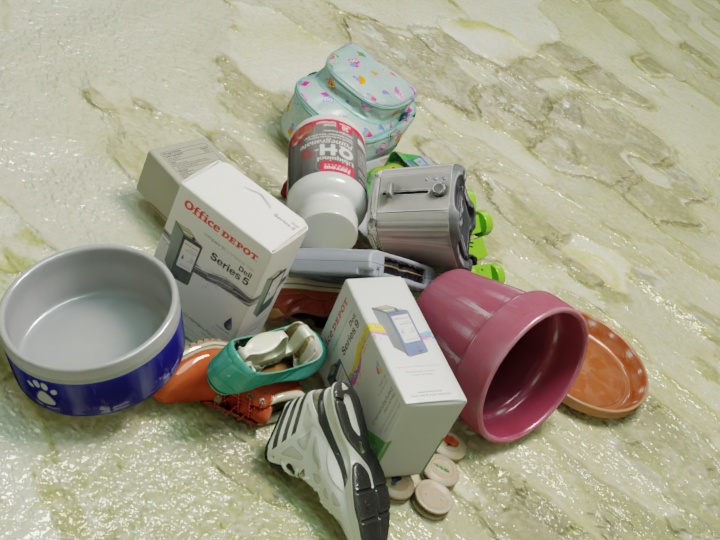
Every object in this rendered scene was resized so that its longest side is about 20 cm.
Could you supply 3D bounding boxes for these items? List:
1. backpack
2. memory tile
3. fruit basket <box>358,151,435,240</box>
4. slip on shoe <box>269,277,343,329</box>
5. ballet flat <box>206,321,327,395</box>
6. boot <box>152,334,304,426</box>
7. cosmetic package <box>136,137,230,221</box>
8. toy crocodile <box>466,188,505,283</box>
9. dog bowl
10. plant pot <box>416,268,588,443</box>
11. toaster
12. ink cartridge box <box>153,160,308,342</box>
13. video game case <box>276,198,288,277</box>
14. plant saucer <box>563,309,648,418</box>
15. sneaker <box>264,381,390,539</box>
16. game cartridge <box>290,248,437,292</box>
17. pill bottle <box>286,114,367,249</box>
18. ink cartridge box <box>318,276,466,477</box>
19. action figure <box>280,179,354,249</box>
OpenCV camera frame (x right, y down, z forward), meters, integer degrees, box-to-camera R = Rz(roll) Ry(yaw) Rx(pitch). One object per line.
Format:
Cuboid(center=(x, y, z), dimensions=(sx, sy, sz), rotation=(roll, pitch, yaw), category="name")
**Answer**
Cuboid(center=(-0.020, -0.248, 1.902), dimensions=(0.176, 0.153, 0.200), rotation=(39, 46, 7), category="backpack")
Cuboid(center=(0.032, 0.214, 1.505), dimensions=(0.200, 0.017, 0.153), rotation=(27, 38, -1), category="memory tile")
Cuboid(center=(0.052, -0.103, 1.808), dimensions=(0.200, 0.094, 0.185), rotation=(-13, 54, -49), category="fruit basket")
Cuboid(center=(-0.041, 0.049, 1.623), dimensions=(0.200, 0.074, 0.061), rotation=(7, 80, -35), category="slip on shoe")
Cuboid(center=(-0.092, 0.095, 1.430), dimensions=(0.200, 0.070, 0.067), rotation=(-15, 65, -51), category="ballet flat")
Cuboid(center=(-0.154, 0.138, 1.441), dimensions=(0.200, 0.075, 0.107), rotation=(-7, 54, -37), category="boot")
Cuboid(center=(-0.196, -0.081, 1.635), dimensions=(0.103, 0.073, 0.200), rotation=(-20, 57, -44), category="cosmetic package")
Cuboid(center=(0.157, -0.023, 1.763), dimensions=(0.067, 0.062, 0.200), rotation=(-14, 92, -37), category="toy crocodile")
Cuboid(center=(-0.299, 0.065, 1.376), dimensions=(0.200, 0.079, 0.200), rotation=(-1, 43, 1), category="dog bowl")
Cuboid(center=(0.165, 0.094, 1.596), dimensions=(0.200, 0.200, 0.179), rotation=(-13, 37, -40), category="plant pot")
Cuboid(center=(0.084, -0.064, 1.646), dimensions=(0.129, 0.200, 0.114), rotation=(2, 67, 13), category="toaster")
Cuboid(center=(-0.170, -0.009, 1.492), dimensions=(0.145, 0.200, 0.084), rotation=(36, 39, 12), category="ink cartridge box")
Cuboid(center=(-0.167, -0.045, 1.684), dimensions=(0.143, 0.018, 0.200), rotation=(14, 39, -15), category="video game case")
Cuboid(center=(0.317, 0.133, 1.754), dimensions=(0.200, 0.032, 0.200), rotation=(17, 39, -14), category="plant saucer")
Cuboid(center=(-0.040, 0.236, 1.401), dimensions=(0.076, 0.115, 0.201), rotation=(2, 72, -62), category="sneaker")
Cuboid(center=(0.000, 0.000, 1.584), dimensions=(0.133, 0.041, 0.200), rotation=(-3, -8, 27), category="game cartridge")
Cuboid(center=(-0.046, -0.113, 1.671), dimensions=(0.111, 0.111, 0.200), rotation=(15, 41, -15), category="pill bottle")
Cuboid(center=(0.029, 0.126, 1.472), dimensions=(0.087, 0.145, 0.200), rotation=(0, 46, -28), category="ink cartridge box")
Cuboid(center=(-0.047, -0.057, 1.748), dimensions=(0.065, 0.052, 0.200), rotation=(-2, 48, -39), category="action figure")
